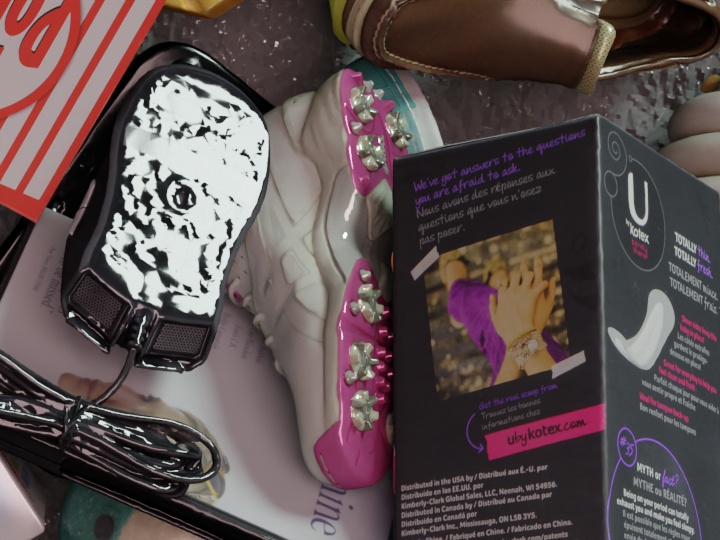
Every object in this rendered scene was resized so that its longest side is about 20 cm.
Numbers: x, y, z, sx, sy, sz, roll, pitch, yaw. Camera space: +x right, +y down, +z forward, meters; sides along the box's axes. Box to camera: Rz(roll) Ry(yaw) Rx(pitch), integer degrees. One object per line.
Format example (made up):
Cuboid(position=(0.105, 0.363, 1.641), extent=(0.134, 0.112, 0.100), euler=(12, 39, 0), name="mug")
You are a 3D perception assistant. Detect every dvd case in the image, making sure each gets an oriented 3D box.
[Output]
Cuboid(position=(-0.069, 0.056, 1.145), extent=(0.199, 0.143, 0.018), euler=(25, 126, -7), name="dvd case")

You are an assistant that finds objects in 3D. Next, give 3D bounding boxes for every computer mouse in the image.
Cuboid(position=(-0.117, -0.006, 1.116), extent=(0.140, 0.046, 0.201), euler=(19, 59, -18), name="computer mouse")

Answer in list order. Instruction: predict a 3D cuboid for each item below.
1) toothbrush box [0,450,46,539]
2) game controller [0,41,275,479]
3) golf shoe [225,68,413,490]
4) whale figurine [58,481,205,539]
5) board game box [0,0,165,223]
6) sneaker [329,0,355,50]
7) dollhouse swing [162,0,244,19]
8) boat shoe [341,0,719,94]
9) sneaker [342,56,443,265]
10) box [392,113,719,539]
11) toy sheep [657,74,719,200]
Cuboid(position=(-0.255, 0.096, 1.138), extent=(0.200, 0.086, 0.146), euler=(-31, 97, -4), name="toothbrush box")
Cuboid(position=(-0.108, -0.004, 1.224), extent=(0.104, 0.042, 0.200), euler=(36, 80, -12), name="game controller")
Cuboid(position=(-0.022, 0.010, 1.167), extent=(0.075, 0.091, 0.201), euler=(46, 36, -49), name="golf shoe")
Cuboid(position=(-0.095, 0.155, 1.200), extent=(0.159, 0.104, 0.201), euler=(3, 113, -54), name="whale figurine")
Cuboid(position=(-0.156, -0.141, 1.132), extent=(0.151, 0.046, 0.200), euler=(27, 111, -13), name="board game box")
Cuboid(position=(-0.025, -0.200, 1.245), extent=(0.090, 0.078, 0.201), euler=(-8, 93, 4), name="sneaker")
Cuboid(position=(-0.078, -0.239, 1.137), extent=(0.200, 0.182, 0.176), euler=(-30, 64, 9), name="dollhouse swing")
Cuboid(position=(0.089, -0.118, 1.230), extent=(0.202, 0.075, 0.075), euler=(-12, 134, -34), name="boat shoe")
Cuboid(position=(0.000, 0.000, 1.240), extent=(0.080, 0.071, 0.201), euler=(-8, 92, -20), name="sneaker")
Cuboid(position=(0.086, 0.052, 1.138), extent=(0.122, 0.106, 0.201), euler=(27, 59, -53), name="box")
Cuboid(position=(0.196, -0.015, 1.268), extent=(0.137, 0.138, 0.201), euler=(8, 74, -16), name="toy sheep")
